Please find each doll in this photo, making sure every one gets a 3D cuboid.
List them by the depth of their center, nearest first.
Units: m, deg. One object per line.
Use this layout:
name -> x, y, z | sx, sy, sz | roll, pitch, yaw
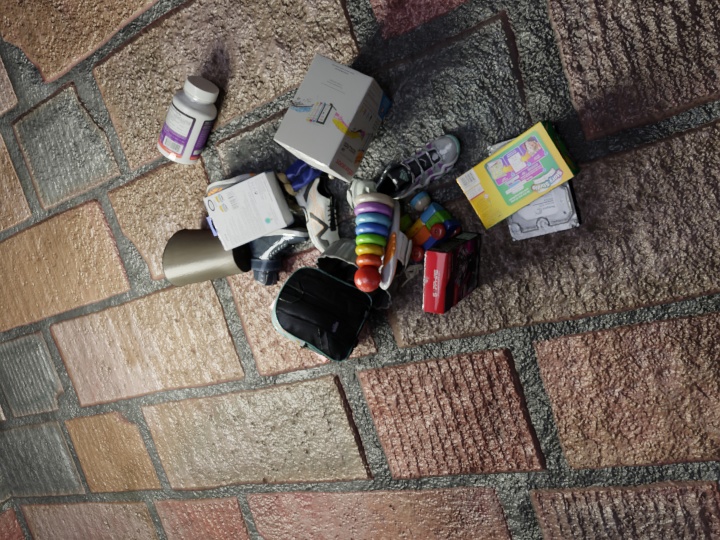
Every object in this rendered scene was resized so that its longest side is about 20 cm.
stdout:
doll -> -0.095, -0.256, 1.419 | 0.200, 0.048, 0.137 | -41, 57, 13

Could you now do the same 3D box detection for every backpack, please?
backpack -> -0.097, 0.091, 1.378 | 0.199, 0.153, 0.177 | 29, 79, -14

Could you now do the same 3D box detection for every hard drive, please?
hard drive -> 0.343, -0.169, 1.224 | 0.139, 0.038, 0.201 | -12, 99, 32

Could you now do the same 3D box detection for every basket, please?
basket -> -0.383, -0.042, 1.606 | 0.199, 0.181, 0.137 | -5, 127, 24

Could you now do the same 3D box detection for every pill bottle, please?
pill bottle -> -0.428, -0.379, 1.558 | 0.111, 0.111, 0.201 | 39, 119, 14

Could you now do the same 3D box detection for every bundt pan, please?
bundt pan -> 0.000, 0.000, 1.403 | 0.201, 0.076, 0.202 | 26, 156, 12

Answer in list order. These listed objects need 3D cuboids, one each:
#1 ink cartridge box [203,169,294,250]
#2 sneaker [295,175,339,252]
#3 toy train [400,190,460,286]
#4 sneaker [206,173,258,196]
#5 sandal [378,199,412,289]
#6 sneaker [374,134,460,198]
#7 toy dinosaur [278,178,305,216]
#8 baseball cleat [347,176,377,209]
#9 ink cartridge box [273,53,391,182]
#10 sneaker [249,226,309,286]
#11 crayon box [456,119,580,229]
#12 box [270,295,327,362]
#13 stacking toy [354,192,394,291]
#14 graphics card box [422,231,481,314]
ink cartridge box -> -0.275, -0.137, 1.459 | 0.199, 0.076, 0.137 | -21, 97, 12
sneaker -> -0.087, -0.129, 1.459 | 0.080, 0.074, 0.201 | -22, 93, 30
toy train -> 0.116, -0.070, 1.361 | 0.200, 0.084, 0.116 | -48, 69, 31
sneaker -> -0.316, -0.170, 1.553 | 0.199, 0.077, 0.113 | -7, 90, 45
sandal -> 0.082, -0.056, 1.310 | 0.059, 0.208, 0.079 | 15, 152, -16
sneaker -> 0.110, -0.204, 1.284 | 0.200, 0.140, 0.078 | -38, 84, 32
toy dinosaur -> -0.207, -0.190, 1.528 | 0.199, 0.047, 0.089 | 17, 119, 28
baseball cleat -> 0.023, -0.119, 1.412 | 0.106, 0.069, 0.201 | 34, 139, 55
ink cartridge box -> -0.056, -0.314, 1.305 | 0.144, 0.147, 0.201 | 29, 94, 18
sneaker -> -0.198, -0.035, 1.538 | 0.201, 0.077, 0.147 | 0, 93, 40
crayon box -> 0.299, -0.181, 1.188 | 0.200, 0.058, 0.119 | -33, 87, 33
box -> -0.109, 0.113, 1.525 | 0.200, 0.103, 0.095 | 43, 120, 11
stacking toy -> 0.021, -0.055, 1.282 | 0.085, 0.085, 0.201 | 0, 77, 30
graphics card box -> 0.189, 0.000, 1.264 | 0.051, 0.200, 0.126 | 9, 108, 27
